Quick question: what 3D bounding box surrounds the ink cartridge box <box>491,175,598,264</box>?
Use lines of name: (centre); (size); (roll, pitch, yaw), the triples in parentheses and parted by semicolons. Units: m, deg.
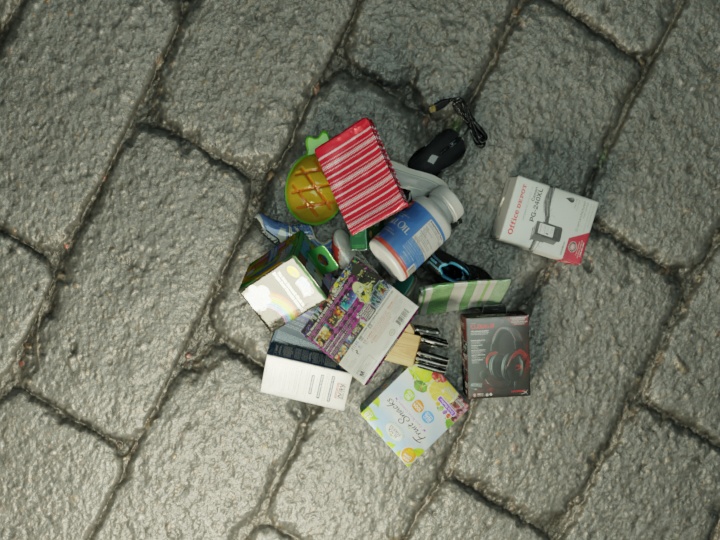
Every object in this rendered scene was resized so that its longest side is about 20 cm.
ink cartridge box: (0.409, -0.112, 1.566); (0.195, 0.083, 0.149); (17, 93, -3)

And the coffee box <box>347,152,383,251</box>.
coffee box: (0.011, -0.150, 1.530); (0.043, 0.123, 0.206); (-1, 95, 21)

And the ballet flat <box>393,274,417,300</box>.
ballet flat: (0.070, 0.098, 1.585); (0.063, 0.067, 0.201); (39, 92, -31)

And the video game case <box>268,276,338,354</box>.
video game case: (-0.110, 0.104, 1.592); (0.140, 0.019, 0.205); (21, 92, -4)

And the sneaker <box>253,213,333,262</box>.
sneaker: (-0.146, -0.076, 1.553); (0.197, 0.076, 0.078); (31, 96, -14)

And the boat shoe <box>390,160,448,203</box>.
boat shoe: (0.107, -0.182, 1.524); (0.196, 0.071, 0.071); (17, 76, -33)

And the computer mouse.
computer mouse: (0.179, -0.298, 1.564); (0.197, 0.046, 0.143); (-31, 95, 0)

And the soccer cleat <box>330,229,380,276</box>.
soccer cleat: (0.000, 0.000, 1.545); (0.068, 0.084, 0.205); (-31, 103, -44)

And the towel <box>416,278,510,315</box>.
towel: (0.221, 0.059, 1.542); (0.194, 0.153, 0.024); (-4, 66, -1)

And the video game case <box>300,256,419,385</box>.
video game case: (-0.001, 0.105, 1.474); (0.180, 0.036, 0.202); (35, 88, 14)

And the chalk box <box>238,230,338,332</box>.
chalk box: (-0.138, 0.011, 1.479); (0.197, 0.125, 0.126); (-30, 112, 18)

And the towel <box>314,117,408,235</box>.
towel: (0.000, -0.196, 1.455); (0.142, 0.022, 0.204); (-25, 87, 17)

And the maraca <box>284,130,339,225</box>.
maraca: (-0.090, -0.200, 1.529); (0.134, 0.107, 0.205); (20, 92, -7)

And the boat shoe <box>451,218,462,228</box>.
boat shoe: (0.150, -0.062, 1.572); (0.200, 0.070, 0.066); (-45, 93, -7)

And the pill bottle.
pill bottle: (0.122, -0.084, 1.479); (0.200, 0.112, 0.113); (-43, 94, -10)

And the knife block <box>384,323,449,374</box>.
knife block: (0.089, 0.176, 1.518); (0.197, 0.064, 0.178); (-31, 91, 3)

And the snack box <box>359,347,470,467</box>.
snack box: (0.122, 0.310, 1.590); (0.200, 0.068, 0.169); (-44, 95, 3)

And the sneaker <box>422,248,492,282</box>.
sneaker: (0.226, 0.019, 1.549); (0.196, 0.082, 0.075); (23, 101, -25)

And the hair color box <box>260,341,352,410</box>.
hair color box: (-0.119, 0.237, 1.567); (0.194, 0.061, 0.102); (13, 113, -3)

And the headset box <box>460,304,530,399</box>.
headset box: (0.304, 0.179, 1.584); (0.144, 0.075, 0.206); (-2, 94, -2)
